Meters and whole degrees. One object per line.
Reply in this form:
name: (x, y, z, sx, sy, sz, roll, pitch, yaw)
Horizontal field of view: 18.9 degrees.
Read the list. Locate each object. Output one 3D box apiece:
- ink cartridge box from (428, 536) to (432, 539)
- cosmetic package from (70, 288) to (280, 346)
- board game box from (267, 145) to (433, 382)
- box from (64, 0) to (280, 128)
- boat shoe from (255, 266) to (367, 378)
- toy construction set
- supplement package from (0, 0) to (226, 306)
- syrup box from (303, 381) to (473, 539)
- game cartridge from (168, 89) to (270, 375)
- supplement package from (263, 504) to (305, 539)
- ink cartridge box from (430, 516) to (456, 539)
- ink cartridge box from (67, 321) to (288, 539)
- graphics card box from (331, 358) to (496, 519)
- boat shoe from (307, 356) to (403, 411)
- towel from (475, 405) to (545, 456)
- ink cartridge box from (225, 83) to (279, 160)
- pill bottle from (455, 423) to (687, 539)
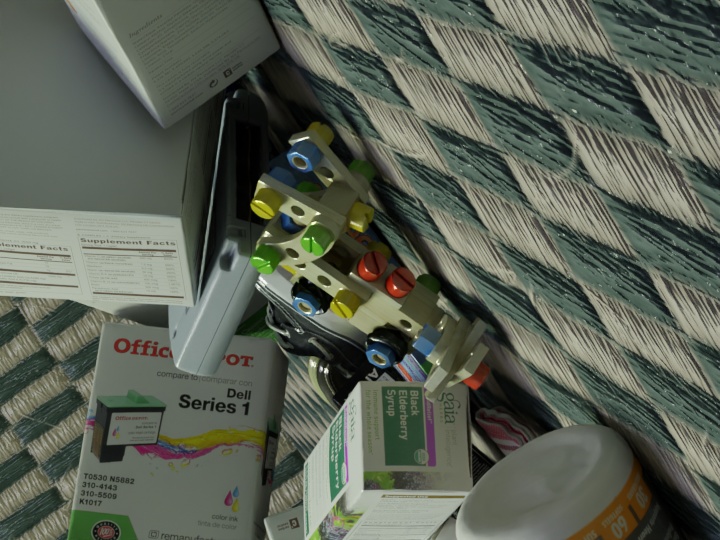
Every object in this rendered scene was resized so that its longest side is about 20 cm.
ink cartridge box: (0.053, 0.283, 1.905, 0.086, 0.200, 0.148, 54, 172, 10)
cosmetic package: (-0.131, -0.007, 1.742, 0.200, 0.108, 0.085, 20, -136, -40)
board game box: (0.000, 0.000, 1.612, 0.200, 0.034, 0.135, 53, 173, 1)
box: (-0.147, -0.208, 1.372, 0.124, 0.097, 0.200, 49, 172, 34)
boat shoe: (-0.042, 0.036, 1.699, 0.200, 0.068, 0.072, 34, -157, -57)
toy construction set: (0.010, 0.003, 1.422, 0.200, 0.092, 0.131, 47, 147, 4)
supplement package: (-0.183, -0.091, 1.497, 0.111, 0.156, 0.200, 88, -174, -56)
syrup box: (0.016, 0.144, 1.519, 0.200, 0.081, 0.079, 118, 151, -66)
game cartridge: (-0.102, -0.024, 1.557, 0.200, 0.042, 0.133, -94, 21, -51)
supplement package: (0.010, 0.272, 1.689, 0.117, 0.117, 0.200, 91, 162, -83)
ink cartridge box: (0.133, 0.273, 1.559, 0.146, 0.083, 0.200, 25, 166, 37)
ink cartridge box: (-0.144, 0.149, 1.707, 0.084, 0.145, 0.200, 71, -154, -74)
graphics card box: (0.074, 0.162, 1.676, 0.200, 0.051, 0.125, 39, 172, 27)
boat shoe: (0.024, 0.113, 1.855, 0.065, 0.073, 0.200, 34, 174, 40)
towel: (0.156, 0.187, 1.508, 0.200, 0.030, 0.146, 56, 173, -15)
ink cartridge box: (-0.134, -0.132, 1.671, 0.200, 0.044, 0.094, 58, -153, -23)
pill bottle: (0.151, 0.199, 1.271, 0.200, 0.116, 0.116, 56, 172, -17)
